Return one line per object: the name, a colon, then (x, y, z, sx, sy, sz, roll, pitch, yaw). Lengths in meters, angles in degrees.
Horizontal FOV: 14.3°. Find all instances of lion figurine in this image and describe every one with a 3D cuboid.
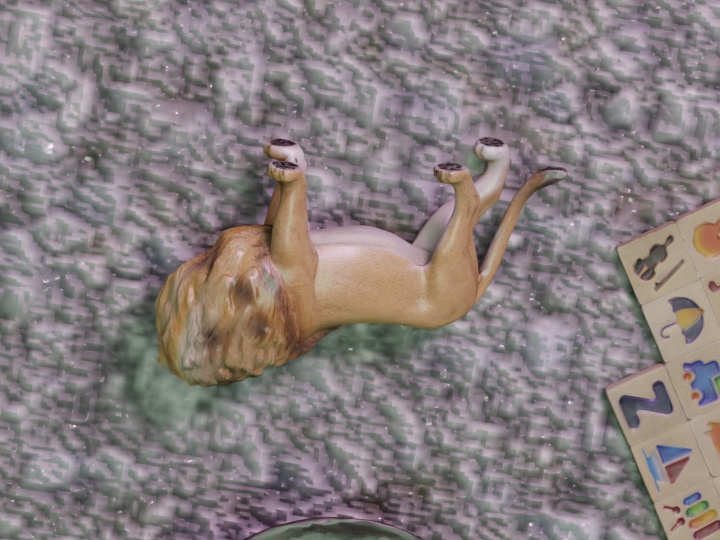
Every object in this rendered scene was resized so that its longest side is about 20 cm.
lion figurine: (0.000, 0.000, 1.405, 0.200, 0.072, 0.123, 1, 110, -10)

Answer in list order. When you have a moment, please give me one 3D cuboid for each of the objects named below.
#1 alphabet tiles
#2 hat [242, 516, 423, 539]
alphabet tiles: (0.213, 0.056, 1.470, 0.167, 0.008, 0.200, -24, 103, 0)
hat: (-0.034, 0.207, 1.443, 0.200, 0.081, 0.201, -3, 103, -14)
